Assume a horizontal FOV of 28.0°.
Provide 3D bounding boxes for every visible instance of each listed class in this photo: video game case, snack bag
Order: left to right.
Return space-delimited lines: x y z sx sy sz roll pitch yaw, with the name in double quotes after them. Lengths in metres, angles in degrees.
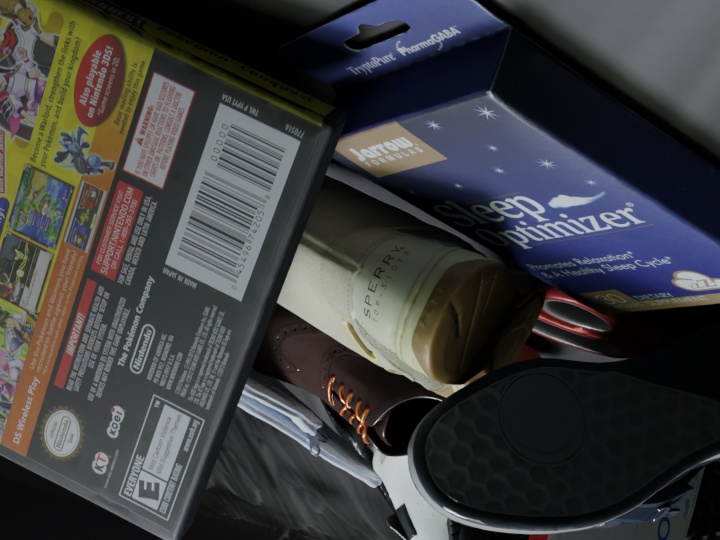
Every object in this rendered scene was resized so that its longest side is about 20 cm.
-0.121 -0.011 0.589 0.179 0.202 0.026 25 -157 6 "video game case"
-0.082 0.062 0.947 0.188 0.021 0.200 36 178 45 "snack bag"

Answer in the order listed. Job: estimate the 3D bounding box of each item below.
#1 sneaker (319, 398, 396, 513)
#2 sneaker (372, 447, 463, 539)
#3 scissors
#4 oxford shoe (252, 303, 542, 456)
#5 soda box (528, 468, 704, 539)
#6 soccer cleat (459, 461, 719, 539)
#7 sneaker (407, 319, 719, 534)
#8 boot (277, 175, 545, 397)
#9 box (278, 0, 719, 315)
0.057 0.126 1.004 0.201 0.104 0.060 54 173 23 "sneaker"
0.053 0.144 0.936 0.074 0.202 0.088 -18 -169 -31 "sneaker"
0.173 0.044 0.735 0.198 0.014 0.073 18 160 3 "scissors"
0.005 0.061 0.831 0.198 0.073 0.072 9 134 24 "oxford shoe"
0.136 0.166 0.819 0.068 0.202 0.063 6 159 40 "soda box"
0.154 0.170 0.915 0.198 0.069 0.073 -8 152 -16 "soccer cleat"
0.095 0.088 0.677 0.200 0.078 0.146 -11 163 -25 "sneaker"
0.000 0.000 0.671 0.154 0.073 0.200 27 178 18 "boot"
0.068 -0.039 0.564 0.199 0.033 0.121 30 161 -26 "box"
